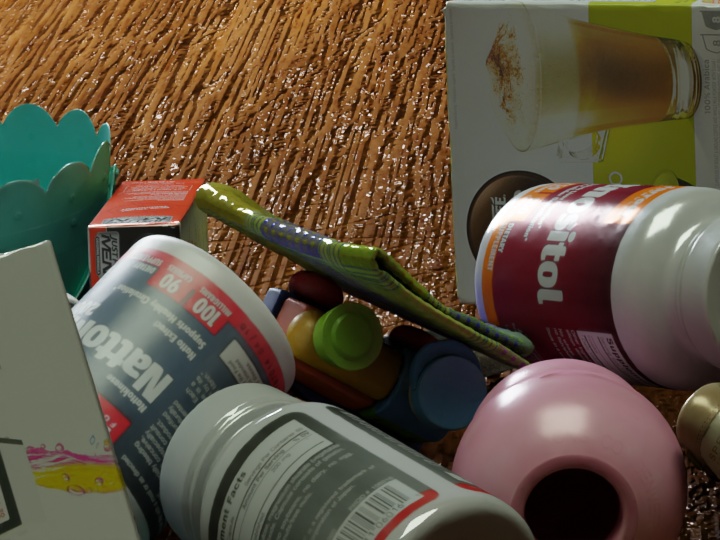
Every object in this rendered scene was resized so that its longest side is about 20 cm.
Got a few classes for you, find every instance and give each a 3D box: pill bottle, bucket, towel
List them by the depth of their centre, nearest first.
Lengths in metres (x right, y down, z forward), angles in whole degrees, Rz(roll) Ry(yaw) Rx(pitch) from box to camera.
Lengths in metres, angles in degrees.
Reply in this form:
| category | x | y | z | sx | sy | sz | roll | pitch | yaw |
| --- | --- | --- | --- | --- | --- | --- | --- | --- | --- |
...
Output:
| category | x | y | z | sx | sy | sz | roll | pitch | yaw |
| --- | --- | --- | --- | --- | --- | --- | --- | --- | --- |
| pill bottle | -0.010 | 0.135 | 1.509 | 0.113 | 0.115 | 0.200 | -17 | 27 | -31 |
| pill bottle | -0.139 | 0.088 | 1.608 | 0.119 | 0.120 | 0.200 | 15 | 54 | 45 |
| pill bottle | 0.162 | 0.008 | 1.660 | 0.112 | 0.114 | 0.200 | -18 | 12 | -32 |
| towel | 0.000 | 0.000 | 1.702 | 0.143 | 0.023 | 0.200 | 31 | -5 | -34 |
| bucket | -0.259 | -0.019 | 1.981 | 0.206 | 0.136 | 0.207 | -5 | 20 | 2 |

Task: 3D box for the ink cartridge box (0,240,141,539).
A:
| category | x | y | z | sx | sy | sz | roll | pitch | yaw |
| --- | --- | --- | --- | --- | --- | --- | --- | --- | --- |
| ink cartridge box | -0.188 | 0.111 | 1.431 | 0.144 | 0.201 | 0.147 | -16 | -8 | -9 |

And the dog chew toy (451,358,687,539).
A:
| category | x | y | z | sx | sy | sz | roll | pitch | yaw |
| --- | --- | --- | --- | --- | --- | --- | --- | --- | --- |
| dog chew toy | 0.109 | 0.104 | 1.588 | 0.124 | 0.125 | 0.200 | -4 | 11 | 2 |

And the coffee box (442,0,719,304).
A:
| category | x | y | z | sx | sy | sz | roll | pitch | yaw |
| --- | --- | --- | --- | --- | --- | --- | --- | --- | --- |
| coffee box | 0.180 | -0.091 | 1.946 | 0.196 | 0.201 | 0.200 | 3 | 14 | 23 |

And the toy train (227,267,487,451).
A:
| category | x | y | z | sx | sy | sz | roll | pitch | yaw |
| --- | --- | --- | --- | --- | --- | --- | --- | --- | --- |
| toy train | -0.028 | 0.038 | 1.680 | 0.199 | 0.085 | 0.116 | 29 | -14 | -17 |

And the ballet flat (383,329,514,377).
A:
| category | x | y | z | sx | sy | sz | roll | pitch | yaw |
| --- | --- | --- | --- | --- | --- | --- | --- | --- | --- |
| ballet flat | 0.094 | 0.054 | 1.842 | 0.199 | 0.047 | 0.067 | -6 | -3 | -20 |

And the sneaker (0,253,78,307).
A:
| category | x | y | z | sx | sy | sz | roll | pitch | yaw |
| --- | --- | --- | --- | --- | --- | --- | --- | --- | --- |
| sneaker | -0.192 | 0.039 | 1.805 | 0.074 | 0.100 | 0.200 | 11 | 30 | -26 |

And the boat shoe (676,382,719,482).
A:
| category | x | y | z | sx | sy | sz | roll | pitch | yaw |
| --- | --- | --- | --- | --- | --- | --- | --- | --- | --- |
| boat shoe | 0.210 | 0.084 | 1.582 | 0.064 | 0.072 | 0.200 | 31 | 1 | 14 |

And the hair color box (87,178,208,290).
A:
| category | x | y | z | sx | sy | sz | roll | pitch | yaw |
| --- | --- | --- | --- | --- | --- | --- | --- | --- | --- |
| hair color box | -0.132 | 0.004 | 1.889 | 0.061 | 0.102 | 0.200 | -1 | 9 | 1 |
